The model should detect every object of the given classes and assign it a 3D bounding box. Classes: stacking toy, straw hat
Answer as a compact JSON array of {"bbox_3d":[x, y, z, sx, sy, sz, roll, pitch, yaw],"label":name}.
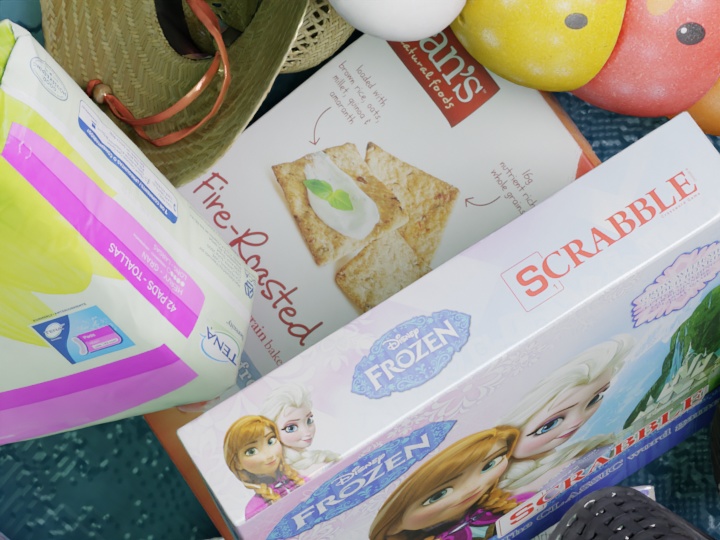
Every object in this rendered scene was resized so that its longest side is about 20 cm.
[{"bbox_3d":[0.077,-0.104,0.787,0.199,0.146,0.147,-9,100,-26],"label":"stacking toy"},{"bbox_3d":[-0.039,-0.123,0.852,0.085,0.201,0.203,9,103,-39],"label":"straw hat"}]

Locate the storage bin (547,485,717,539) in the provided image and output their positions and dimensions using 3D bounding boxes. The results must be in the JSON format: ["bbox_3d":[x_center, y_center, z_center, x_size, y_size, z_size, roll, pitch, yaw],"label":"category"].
[{"bbox_3d":[0.100,0.200,0.828,0.135,0.094,0.201,31,93,-31],"label":"storage bin"}]

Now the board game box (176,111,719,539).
[{"bbox_3d":[0.044,0.054,0.800,0.199,0.200,0.041,-32,66,-7],"label":"board game box"}]

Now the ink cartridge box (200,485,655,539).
[{"bbox_3d":[0.036,0.192,0.923,0.196,0.043,0.202,-6,98,4],"label":"ink cartridge box"}]

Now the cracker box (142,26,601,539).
[{"bbox_3d":[0.000,0.000,0.869,0.200,0.058,0.134,-38,76,8],"label":"cracker box"}]

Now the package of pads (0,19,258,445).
[{"bbox_3d":[-0.161,-0.001,0.810,0.199,0.069,0.155,-15,137,29],"label":"package of pads"}]

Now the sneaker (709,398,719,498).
[{"bbox_3d":[0.202,0.022,0.790,0.114,0.076,0.201,-4,144,-13],"label":"sneaker"}]

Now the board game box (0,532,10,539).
[{"bbox_3d":[-0.141,0.188,0.878,0.199,0.105,0.103,36,101,15],"label":"board game box"}]
